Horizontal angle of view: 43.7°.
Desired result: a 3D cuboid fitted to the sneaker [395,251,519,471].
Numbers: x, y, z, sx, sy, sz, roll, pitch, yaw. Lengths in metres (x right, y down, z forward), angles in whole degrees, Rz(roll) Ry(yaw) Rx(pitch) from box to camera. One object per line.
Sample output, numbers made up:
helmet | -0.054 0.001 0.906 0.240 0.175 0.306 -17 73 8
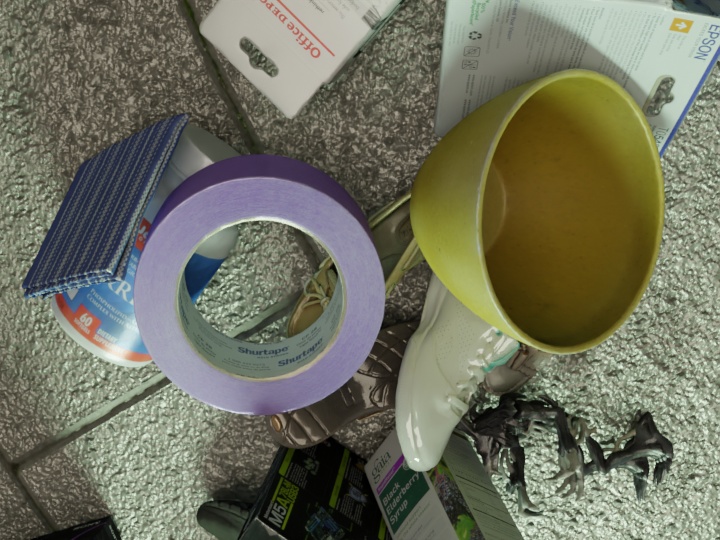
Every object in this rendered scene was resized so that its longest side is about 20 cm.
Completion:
sneaker | 0.090 0.072 0.757 0.087 0.075 0.203 7 68 26

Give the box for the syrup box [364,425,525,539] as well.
syrup box | 0.077 0.219 0.776 0.081 0.201 0.079 28 108 -30

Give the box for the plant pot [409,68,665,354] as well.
plant pot | 0.118 -0.047 0.701 0.197 0.141 0.204 -5 98 -35

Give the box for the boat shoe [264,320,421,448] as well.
boat shoe | 0.004 0.100 0.829 0.197 0.072 0.077 -19 86 -9

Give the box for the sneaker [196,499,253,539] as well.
sneaker | -0.083 0.280 0.843 0.198 0.076 0.092 20 82 30

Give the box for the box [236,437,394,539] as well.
box | -0.003 0.235 0.793 0.191 0.200 0.048 32 106 -3

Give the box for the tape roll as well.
tape roll | -0.080 0.013 0.727 0.196 0.066 0.204 -2 113 -6

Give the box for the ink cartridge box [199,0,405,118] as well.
ink cartridge box | -0.028 -0.240 0.750 0.116 0.068 0.200 43 104 -4

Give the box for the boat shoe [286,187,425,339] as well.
boat shoe | 0.002 0.001 0.796 0.200 0.063 0.074 -42 73 12

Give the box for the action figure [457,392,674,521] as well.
action figure | 0.171 0.165 0.798 0.196 0.119 0.104 8 67 -4

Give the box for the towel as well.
towel | -0.214 -0.047 0.747 0.024 0.198 0.147 31 66 -32

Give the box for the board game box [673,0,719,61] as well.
board game box | 0.247 -0.213 0.657 0.198 0.199 0.044 31 100 -2

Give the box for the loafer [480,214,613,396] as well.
loafer | 0.160 0.029 0.795 0.071 0.063 0.202 28 105 -3

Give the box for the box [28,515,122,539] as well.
box | -0.328 0.308 0.848 0.141 0.200 0.037 -18 97 10

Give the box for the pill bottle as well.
pill bottle | -0.178 -0.024 0.796 0.112 0.112 0.201 36 105 -3

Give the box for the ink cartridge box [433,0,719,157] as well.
ink cartridge box | 0.159 -0.158 0.692 0.196 0.200 0.041 9 68 4
